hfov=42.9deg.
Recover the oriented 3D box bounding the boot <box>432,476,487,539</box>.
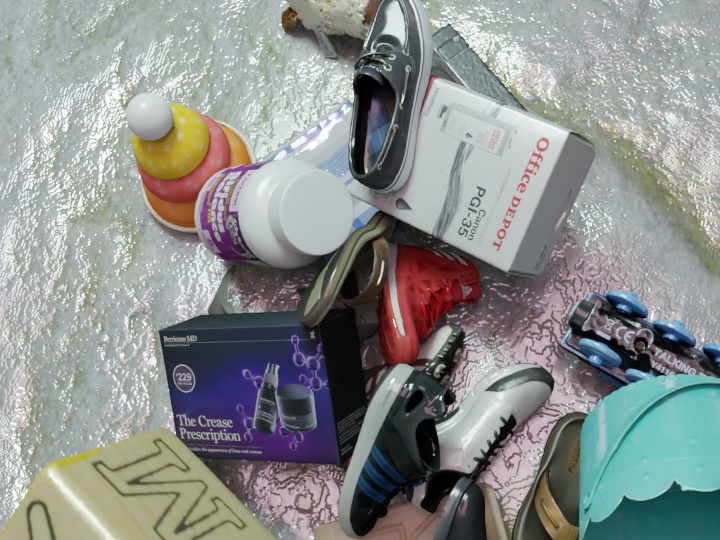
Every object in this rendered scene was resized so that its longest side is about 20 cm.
[{"bbox_3d":[0.161,0.302,0.854,0.199,0.066,0.166,17,100,21],"label":"boot"}]

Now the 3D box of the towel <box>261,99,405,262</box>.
[{"bbox_3d":[-0.020,-0.104,1.054,0.147,0.024,0.200,-36,54,-3],"label":"towel"}]

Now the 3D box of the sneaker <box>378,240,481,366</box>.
[{"bbox_3d":[0.076,0.027,0.960,0.115,0.079,0.200,1,35,-3],"label":"sneaker"}]

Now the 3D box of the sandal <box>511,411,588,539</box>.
[{"bbox_3d":[0.209,0.238,0.916,0.081,0.055,0.201,27,73,-11],"label":"sandal"}]

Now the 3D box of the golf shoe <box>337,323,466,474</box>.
[{"bbox_3d":[0.031,0.123,0.979,0.088,0.077,0.200,39,82,23],"label":"golf shoe"}]

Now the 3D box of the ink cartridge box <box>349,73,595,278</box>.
[{"bbox_3d":[0.109,-0.100,0.911,0.199,0.083,0.147,28,101,30],"label":"ink cartridge box"}]

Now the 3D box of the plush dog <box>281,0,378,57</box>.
[{"bbox_3d":[-0.018,-0.379,1.129,0.200,0.160,0.172,44,67,-10],"label":"plush dog"}]

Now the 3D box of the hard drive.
[{"bbox_3d":[0.147,-0.162,1.017,0.038,0.140,0.200,-36,72,-4],"label":"hard drive"}]

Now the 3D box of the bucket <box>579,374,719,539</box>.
[{"bbox_3d":[0.293,0.201,0.826,0.206,0.208,0.135,-2,42,8],"label":"bucket"}]

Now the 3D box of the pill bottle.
[{"bbox_3d":[-0.091,-0.059,0.959,0.112,0.200,0.113,-1,92,-31],"label":"pill bottle"}]

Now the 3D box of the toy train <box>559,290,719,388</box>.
[{"bbox_3d":[0.298,0.095,0.927,0.199,0.114,0.087,30,78,15],"label":"toy train"}]

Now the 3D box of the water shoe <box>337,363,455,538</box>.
[{"bbox_3d":[0.034,0.189,0.880,0.079,0.071,0.201,23,118,18],"label":"water shoe"}]

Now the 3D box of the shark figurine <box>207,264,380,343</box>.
[{"bbox_3d":[-0.075,0.076,1.011,0.213,0.090,0.129,6,40,2],"label":"shark figurine"}]

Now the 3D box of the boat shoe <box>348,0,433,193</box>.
[{"bbox_3d":[0.019,-0.177,0.884,0.070,0.066,0.201,10,92,33],"label":"boat shoe"}]

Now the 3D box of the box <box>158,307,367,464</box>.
[{"bbox_3d":[-0.098,0.117,0.938,0.199,0.079,0.142,-4,96,29],"label":"box"}]

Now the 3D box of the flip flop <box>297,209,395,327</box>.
[{"bbox_3d":[0.000,0.000,0.900,0.058,0.200,0.081,42,118,1],"label":"flip flop"}]

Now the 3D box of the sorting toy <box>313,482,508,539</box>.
[{"bbox_3d":[0.063,0.331,0.933,0.199,0.036,0.186,-17,71,7],"label":"sorting toy"}]

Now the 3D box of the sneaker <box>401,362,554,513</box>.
[{"bbox_3d":[0.122,0.174,0.939,0.200,0.074,0.080,-38,38,2],"label":"sneaker"}]

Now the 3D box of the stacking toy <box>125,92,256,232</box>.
[{"bbox_3d":[-0.205,-0.139,1.028,0.145,0.200,0.147,-2,73,7],"label":"stacking toy"}]

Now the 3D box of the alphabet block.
[{"bbox_3d":[-0.218,0.298,0.869,0.200,0.196,0.196,41,104,17],"label":"alphabet block"}]
